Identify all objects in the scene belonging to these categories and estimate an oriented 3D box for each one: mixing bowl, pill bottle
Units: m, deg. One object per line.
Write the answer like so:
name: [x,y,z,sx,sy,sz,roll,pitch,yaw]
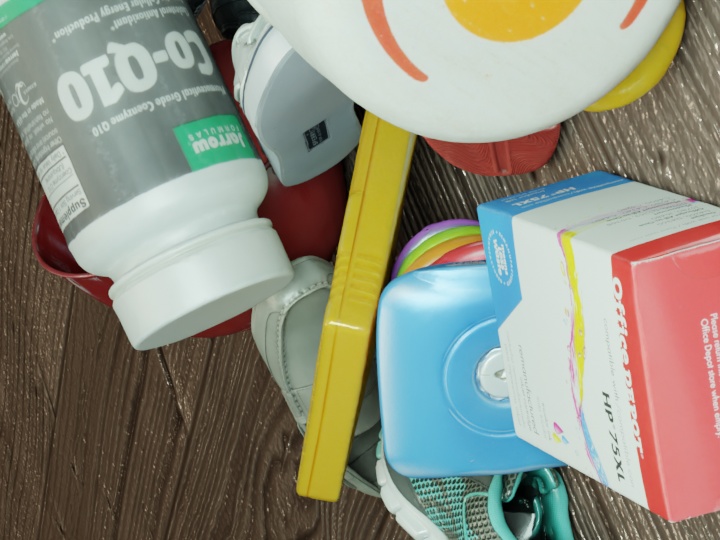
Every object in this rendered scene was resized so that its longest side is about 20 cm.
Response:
mixing bowl: [-0.083,-0.034,1.625,0.108,0.200,0.200,52,175,-30]
pill bottle: [-0.118,-0.067,1.464,0.200,0.113,0.113,65,161,7]

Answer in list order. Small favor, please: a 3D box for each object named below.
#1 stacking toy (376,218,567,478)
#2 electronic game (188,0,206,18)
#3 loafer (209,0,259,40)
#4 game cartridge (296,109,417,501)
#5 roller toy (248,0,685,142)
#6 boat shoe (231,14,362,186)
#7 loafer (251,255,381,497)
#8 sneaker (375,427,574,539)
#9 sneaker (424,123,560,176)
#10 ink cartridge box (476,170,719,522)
stacking toy: [0.054,0.016,1.377,0.200,0.116,0.110,-113,19,-70]
electronic game: [-0.111,-0.163,1.617,0.200,0.042,0.200,-58,7,12]
loafer: [-0.036,-0.143,1.536,0.200,0.068,0.071,172,91,-69]
game cartridge: [0.000,0.000,1.443,0.176,0.032,0.200,100,-177,-53]
roller toy: [0.040,-0.149,1.110,0.140,0.182,0.200,-134,33,-55]
boat shoe: [-0.040,-0.103,1.427,0.065,0.073,0.200,57,167,13]
loafer: [-0.012,0.063,1.601,0.070,0.070,0.200,54,173,35]
sneaker: [0.073,0.122,1.447,0.200,0.077,0.091,59,136,43]
sneaker: [0.057,-0.145,1.292,0.200,0.078,0.116,73,-157,-47]
ink cartridge box: [0.126,0.032,1.184,0.200,0.067,0.116,-155,52,-67]
